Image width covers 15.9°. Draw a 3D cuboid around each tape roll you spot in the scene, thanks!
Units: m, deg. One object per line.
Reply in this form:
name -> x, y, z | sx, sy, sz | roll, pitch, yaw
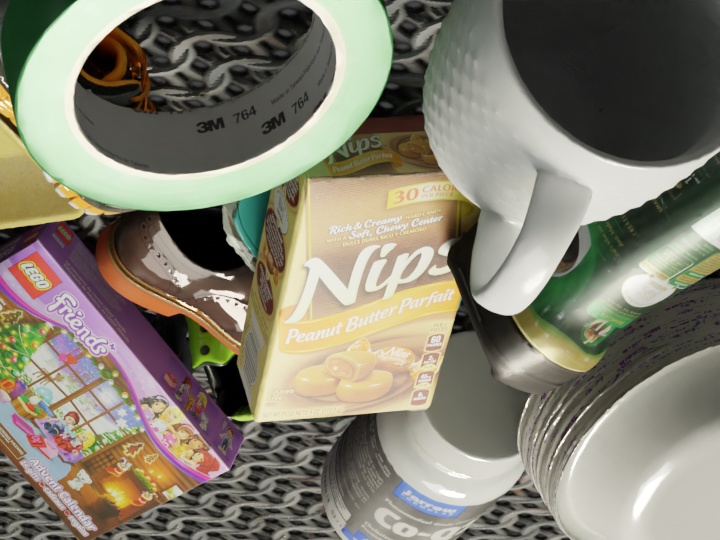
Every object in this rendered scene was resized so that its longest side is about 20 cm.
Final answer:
tape roll -> -0.084, -0.113, 1.339 | 0.199, 0.048, 0.201 | -12, 143, -9

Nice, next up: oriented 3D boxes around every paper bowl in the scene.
paper bowl -> 0.210, 0.109, 1.671 | 0.200, 0.105, 0.201 | -17, 138, -16

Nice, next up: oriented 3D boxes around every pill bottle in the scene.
pill bottle -> 0.052, 0.123, 1.795 | 0.113, 0.114, 0.200 | 11, 153, -14

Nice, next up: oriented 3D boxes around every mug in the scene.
mug -> 0.099, -0.073, 1.303 | 0.147, 0.201, 0.175 | 21, 160, -11

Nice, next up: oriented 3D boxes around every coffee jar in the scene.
coffee jar -> 0.143, -0.020, 1.441 | 0.200, 0.105, 0.085 | -37, 144, 24

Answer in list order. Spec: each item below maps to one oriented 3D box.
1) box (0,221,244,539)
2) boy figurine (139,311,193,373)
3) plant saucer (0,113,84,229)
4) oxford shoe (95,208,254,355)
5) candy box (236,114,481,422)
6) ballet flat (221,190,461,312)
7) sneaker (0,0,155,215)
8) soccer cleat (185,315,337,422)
box -> -0.189, 0.073, 1.679 | 0.136, 0.039, 0.200 | -29, 110, 30
boy figurine -> -0.215, 0.061, 1.743 | 0.199, 0.065, 0.125 | -2, 121, 13
plant saucer -> -0.284, -0.084, 1.494 | 0.199, 0.049, 0.200 | -7, 153, 20
oxford shoe -> -0.065, 0.009, 1.632 | 0.199, 0.072, 0.072 | 19, 145, -28
candy box -> 0.000, 0.000, 1.522 | 0.115, 0.055, 0.201 | -4, 136, -18
ballet flat -> -0.022, -0.012, 1.595 | 0.072, 0.072, 0.200 | -21, 143, 40
sneaker -> -0.147, -0.095, 1.428 | 0.077, 0.079, 0.200 | -15, 149, 19
soccer cleat -> -0.066, 0.072, 1.743 | 0.067, 0.082, 0.200 | -8, 151, 22
